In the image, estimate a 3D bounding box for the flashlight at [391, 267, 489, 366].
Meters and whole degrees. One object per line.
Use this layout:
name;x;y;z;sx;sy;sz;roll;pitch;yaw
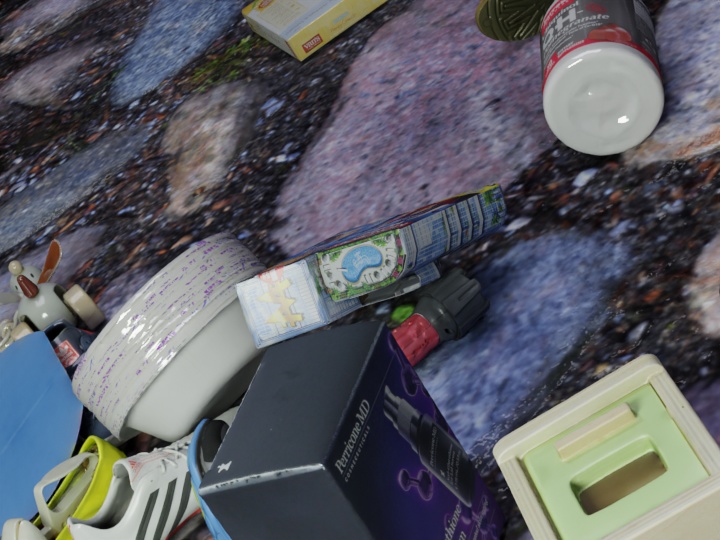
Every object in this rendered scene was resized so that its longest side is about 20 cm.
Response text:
flashlight;0.023;0.076;1.444;0.200;0.068;0.068;-40;45;-15

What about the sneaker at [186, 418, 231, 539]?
sneaker;-0.082;0.188;1.370;0.082;0.071;0.200;-25;39;-9

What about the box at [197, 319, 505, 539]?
box;0.000;0.161;1.187;0.104;0.201;0.148;-15;33;30

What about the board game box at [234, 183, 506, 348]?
board game box;0.000;0.000;1.488;0.199;0.062;0.199;-17;7;43

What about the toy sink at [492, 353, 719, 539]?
toy sink;0.172;0.144;1.131;0.130;0.112;0.200;-30;28;5

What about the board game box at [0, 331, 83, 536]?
board game box;-0.313;0.157;1.655;0.158;0.039;0.200;-53;43;12

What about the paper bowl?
paper bowl;-0.149;0.071;1.532;0.201;0.104;0.201;-46;-9;-10

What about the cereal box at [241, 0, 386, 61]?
cereal box;-0.060;-0.341;2.221;0.143;0.040;0.200;-36;28;-6

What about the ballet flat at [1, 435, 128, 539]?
ballet flat;-0.272;0.224;1.509;0.067;0.067;0.200;-1;42;44

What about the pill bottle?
pill bottle;0.224;-0.203;1.633;0.110;0.111;0.201;-22;29;18

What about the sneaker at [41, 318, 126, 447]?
sneaker;-0.267;0.105;1.675;0.075;0.085;0.200;-38;28;-11

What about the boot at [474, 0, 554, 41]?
boot;0.172;-0.327;1.941;0.174;0.067;0.200;-25;27;-11

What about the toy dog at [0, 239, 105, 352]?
toy dog;-0.360;0.025;1.885;0.199;0.097;0.132;6;46;50

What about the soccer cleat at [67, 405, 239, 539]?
soccer cleat;-0.162;0.174;1.455;0.200;0.085;0.068;-46;30;-22
